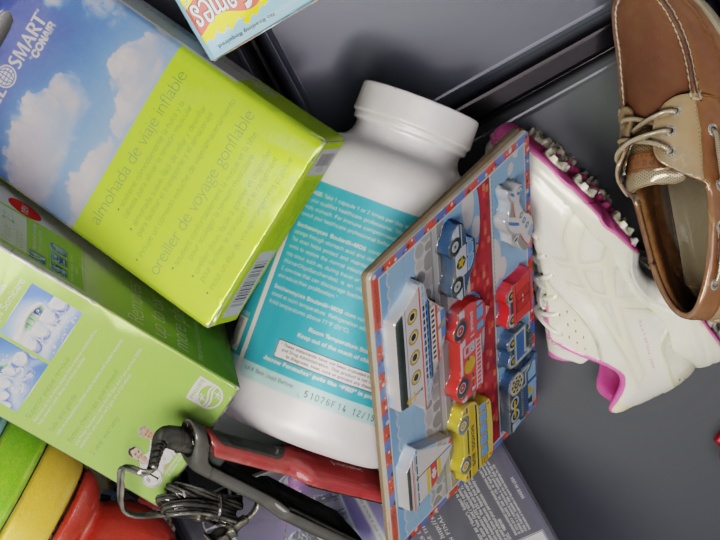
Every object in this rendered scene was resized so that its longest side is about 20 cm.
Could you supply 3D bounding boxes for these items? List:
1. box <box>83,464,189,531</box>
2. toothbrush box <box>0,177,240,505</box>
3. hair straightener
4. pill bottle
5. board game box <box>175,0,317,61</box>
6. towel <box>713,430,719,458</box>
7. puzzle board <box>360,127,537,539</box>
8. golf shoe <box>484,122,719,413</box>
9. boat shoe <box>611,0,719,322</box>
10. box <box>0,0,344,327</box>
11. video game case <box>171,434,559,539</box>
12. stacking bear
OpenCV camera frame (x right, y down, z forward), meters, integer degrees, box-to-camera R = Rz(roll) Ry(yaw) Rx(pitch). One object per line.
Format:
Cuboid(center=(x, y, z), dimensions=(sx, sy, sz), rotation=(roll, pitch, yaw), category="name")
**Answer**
Cuboid(center=(-0.211, 0.133, 1.350), dimensions=(0.199, 0.035, 0.111), rotation=(24, 104, -17), category="box")
Cuboid(center=(-0.174, 0.020, 1.256), dimensions=(0.199, 0.146, 0.086), rotation=(31, 103, -17), category="toothbrush box")
Cuboid(center=(-0.061, 0.128, 1.241), dimensions=(0.199, 0.041, 0.077), rotation=(18, 110, -51), category="hair straightener")
Cuboid(center=(0.000, 0.000, 1.284), dimensions=(0.110, 0.111, 0.201), rotation=(20, 91, -16), category="pill bottle")
Cuboid(center=(-0.088, -0.230, 1.201), dimensions=(0.103, 0.105, 0.201), rotation=(-30, 112, 2), category="board game box")
Cuboid(center=(0.328, 0.071, 1.424), dimensions=(0.144, 0.023, 0.201), rotation=(33, 101, -19), category="towel")
Cuboid(center=(0.056, 0.042, 1.275), dimensions=(0.151, 0.017, 0.201), rotation=(-44, 141, -39), category="puzzle board")
Cuboid(center=(0.127, 0.003, 1.340), dimensions=(0.091, 0.075, 0.200), rotation=(-40, 110, 10), category="golf shoe")
Cuboid(center=(0.180, -0.067, 1.291), dimensions=(0.071, 0.075, 0.202), rotation=(-16, 88, -42), category="boat shoe")
Cuboid(center=(-0.123, -0.075, 1.248), dimensions=(0.199, 0.048, 0.122), rotation=(35, 102, 11), category="box")
Cuboid(center=(0.010, 0.162, 1.326), dimensions=(0.199, 0.143, 0.019), rotation=(-21, 154, -19), category="video game case")
Cuboid(center=(-0.188, 0.132, 1.254), dimensions=(0.199, 0.114, 0.122), rotation=(30, 102, -8), category="stacking bear")
